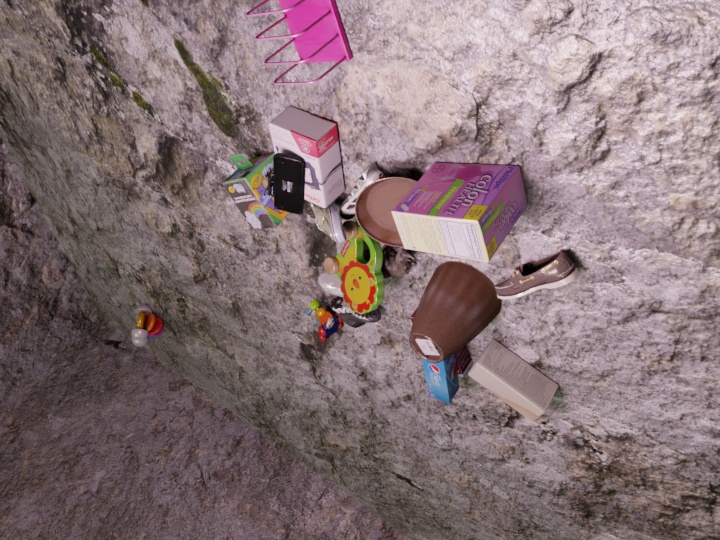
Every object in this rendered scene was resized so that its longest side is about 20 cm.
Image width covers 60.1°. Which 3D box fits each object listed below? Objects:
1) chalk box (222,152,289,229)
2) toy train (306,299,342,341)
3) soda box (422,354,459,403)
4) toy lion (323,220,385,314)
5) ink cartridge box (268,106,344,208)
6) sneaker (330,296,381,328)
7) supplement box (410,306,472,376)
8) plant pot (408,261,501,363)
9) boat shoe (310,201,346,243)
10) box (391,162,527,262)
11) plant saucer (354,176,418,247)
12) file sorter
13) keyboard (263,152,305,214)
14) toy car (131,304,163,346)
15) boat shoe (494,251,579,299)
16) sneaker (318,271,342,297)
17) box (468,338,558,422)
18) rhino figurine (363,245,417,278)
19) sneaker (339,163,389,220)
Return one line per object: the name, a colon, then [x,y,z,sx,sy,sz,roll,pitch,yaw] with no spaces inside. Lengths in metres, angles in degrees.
chalk box: [-0.270,-0.228,1.656,0.124,0.124,0.201,1,128,48]
toy train: [-0.118,0.136,1.940,0.116,0.084,0.200,49,164,15]
soda box: [0.213,0.261,1.648,0.067,0.064,0.201,17,140,30]
toy lion: [0.000,0.000,1.568,0.192,0.068,0.201,51,131,28]
ink cartridge box: [-0.125,-0.266,1.484,0.144,0.084,0.201,26,145,26]
sneaker: [-0.002,0.132,1.847,0.199,0.067,0.091,10,139,46]
supplement box: [0.218,0.187,1.672,0.108,0.061,0.201,9,136,40]
plant pot: [0.204,0.114,1.469,0.186,0.200,0.188,28,145,22]
boat shoe: [-0.079,-0.122,1.526,0.201,0.061,0.073,-111,3,-56]
box: [0.195,-0.121,1.222,0.198,0.176,0.097,12,138,39]
plant saucer: [0.087,-0.138,1.398,0.198,0.037,0.202,5,135,5]
file sorter: [-0.131,-0.476,1.205,0.138,0.126,0.201,12,137,38]
keyboard: [-0.181,-0.218,1.507,0.103,0.040,0.201,15,145,2]
toy car: [-1.060,0.280,3.117,0.148,0.177,0.200,8,151,-15]
boat shoe: [0.357,0.011,1.304,0.199,0.072,0.060,-21,107,51]
sneaker: [-0.026,0.050,1.784,0.198,0.073,0.072,18,176,24]
box: [0.383,0.276,1.569,0.199,0.095,0.078,37,148,12]
rhino figurine: [0.076,-0.021,1.579,0.199,0.060,0.088,-10,116,55]
sneaker: [0.014,-0.160,1.470,0.088,0.074,0.200,43,149,2]
